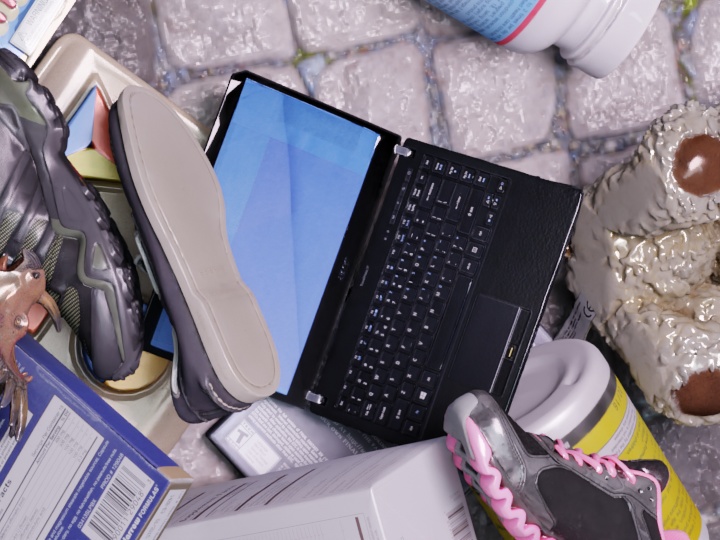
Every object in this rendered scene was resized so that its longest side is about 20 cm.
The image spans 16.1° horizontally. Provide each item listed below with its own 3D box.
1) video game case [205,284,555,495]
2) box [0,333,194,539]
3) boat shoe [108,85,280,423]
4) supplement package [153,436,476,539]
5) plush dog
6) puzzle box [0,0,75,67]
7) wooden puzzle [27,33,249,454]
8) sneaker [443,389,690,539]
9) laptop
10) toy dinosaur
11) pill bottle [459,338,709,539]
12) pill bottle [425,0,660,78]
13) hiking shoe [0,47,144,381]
[{"bbox_3d":[0.023,0.082,1.574,0.200,0.019,0.143,-45,101,-10],"label":"video game case"},{"bbox_3d":[-0.197,0.109,1.458,0.200,0.032,0.122,38,105,24],"label":"box"},{"bbox_3d":[-0.111,-0.008,1.454,0.072,0.063,0.201,0,64,-55],"label":"boat shoe"},{"bbox_3d":[-0.042,0.177,1.462,0.199,0.109,0.115,-13,96,27],"label":"supplement package"},{"bbox_3d":[0.212,-0.024,1.575,0.171,0.160,0.202,-15,110,-31],"label":"plush dog"},{"bbox_3d":[-0.275,-0.117,1.492,0.133,0.025,0.201,34,83,-12],"label":"puzzle box"},{"bbox_3d":[-0.145,-0.013,1.516,0.199,0.046,0.186,36,82,-12],"label":"wooden puzzle"},{"bbox_3d":[0.125,0.127,1.448,0.095,0.079,0.200,-40,118,0],"label":"sneaker"},{"bbox_3d":[0.000,0.000,1.486,0.199,0.103,0.179,19,88,30],"label":"laptop"},{"bbox_3d":[-0.250,0.082,1.428,0.135,0.201,0.086,7,45,-26],"label":"toy dinosaur"},{"bbox_3d":[0.144,0.150,1.552,0.111,0.111,0.201,-38,111,-10],"label":"pill bottle"},{"bbox_3d":[0.081,-0.200,1.536,0.199,0.109,0.109,30,84,-13],"label":"pill bottle"},{"bbox_3d":[-0.194,-0.020,1.459,0.100,0.076,0.201,-25,86,2],"label":"hiking shoe"}]
